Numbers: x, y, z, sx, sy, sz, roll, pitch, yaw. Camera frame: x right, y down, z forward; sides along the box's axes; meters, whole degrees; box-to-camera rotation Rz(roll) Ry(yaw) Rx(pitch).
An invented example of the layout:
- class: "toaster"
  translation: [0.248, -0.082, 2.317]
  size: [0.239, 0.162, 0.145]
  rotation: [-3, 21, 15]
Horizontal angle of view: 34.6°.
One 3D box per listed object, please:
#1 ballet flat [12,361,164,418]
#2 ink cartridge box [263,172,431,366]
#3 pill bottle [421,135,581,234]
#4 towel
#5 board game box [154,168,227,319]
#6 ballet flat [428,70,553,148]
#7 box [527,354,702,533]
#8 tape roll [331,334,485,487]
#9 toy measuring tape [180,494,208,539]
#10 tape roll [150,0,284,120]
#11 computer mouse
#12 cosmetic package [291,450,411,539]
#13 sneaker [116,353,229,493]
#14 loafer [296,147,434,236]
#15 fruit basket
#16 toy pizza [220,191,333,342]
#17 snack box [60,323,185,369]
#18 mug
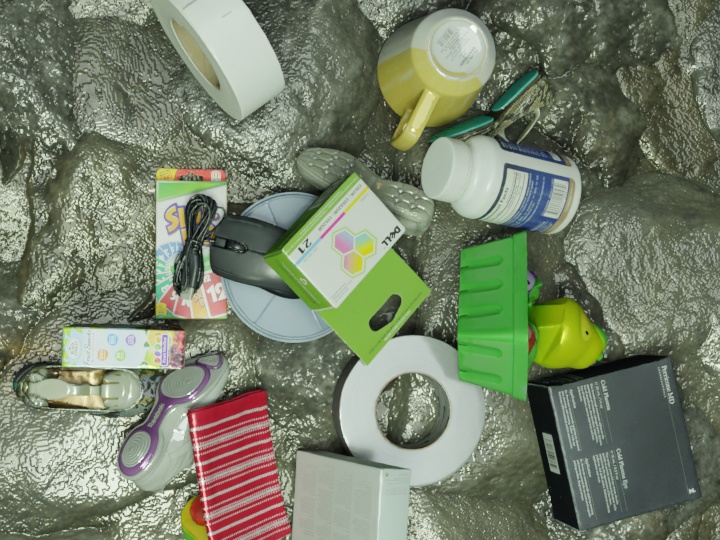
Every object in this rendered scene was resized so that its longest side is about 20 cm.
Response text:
- class: "ballet flat"
  translation: [-0.344, 0.154, 1.478]
  size: [0.199, 0.072, 0.073]
  rotation: [4, 86, -11]
- class: "ink cartridge box"
  translation: [0.000, 0.000, 1.477]
  size: [0.200, 0.076, 0.148]
  rotation: [47, 68, -12]
- class: "pill bottle"
  translation: [0.186, -0.118, 1.546]
  size: [0.199, 0.111, 0.112]
  rotation: [10, 85, -27]
- class: "towel"
  translation: [-0.154, 0.262, 1.486]
  size: [0.144, 0.022, 0.201]
  rotation: [-8, 87, -53]
- class: "board game box"
  translation: [-0.224, -0.036, 1.532]
  size: [0.095, 0.030, 0.201]
  rotation: [0, 85, -12]
- class: "ballet flat"
  translation: [0.190, -0.199, 1.603]
  size: [0.200, 0.068, 0.076]
  rotation: [-35, 109, -13]
- class: "box"
  translation: [0.345, 0.233, 1.586]
  size: [0.181, 0.104, 0.201]
  rotation: [-12, 89, -10]
- class: "tape roll"
  translation: [0.064, 0.187, 1.555]
  size: [0.199, 0.066, 0.202]
  rotation: [1, 87, -10]
- class: "toy measuring tape"
  translation: [-0.217, 0.348, 1.472]
  size: [0.074, 0.074, 0.200]
  rotation: [44, 52, -6]
- class: "tape roll"
  translation: [-0.182, -0.292, 1.463]
  size: [0.071, 0.202, 0.203]
  rotation: [-36, 94, -11]
- class: "computer mouse"
  translation: [-0.137, -0.016, 1.496]
  size: [0.199, 0.053, 0.139]
  rotation: [12, 84, -12]
- class: "cosmetic package"
  translation: [-0.016, 0.315, 1.465]
  size: [0.051, 0.200, 0.152]
  rotation: [8, 85, -34]
- class: "sneaker"
  translation: [-0.234, 0.197, 1.500]
  size: [0.075, 0.100, 0.200]
  rotation: [24, 68, 35]
- class: "loafer"
  translation: [0.003, -0.102, 1.557]
  size: [0.199, 0.070, 0.070]
  rotation: [28, 55, 8]
- class: "fruit basket"
  translation: [0.228, 0.065, 1.522]
  size: [0.214, 0.156, 0.216]
  rotation: [-3, 45, 3]
- class: "toy pizza"
  translation: [-0.090, -0.004, 1.550]
  size: [0.199, 0.032, 0.202]
  rotation: [1, 88, -13]
- class: "snack box"
  translation: [-0.290, 0.093, 1.424]
  size: [0.141, 0.200, 0.053]
  rotation: [1, 88, -11]
- class: "mug"
  translation: [0.112, -0.261, 1.542]
  size: [0.148, 0.153, 0.188]
  rotation: [-5, 88, -12]
